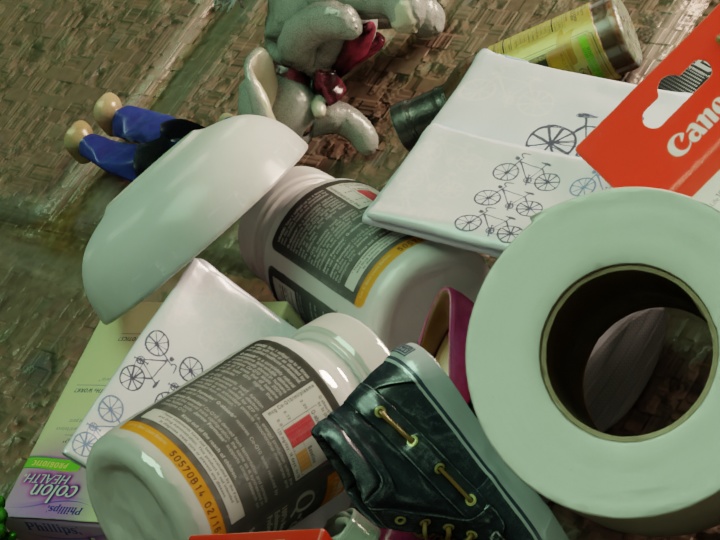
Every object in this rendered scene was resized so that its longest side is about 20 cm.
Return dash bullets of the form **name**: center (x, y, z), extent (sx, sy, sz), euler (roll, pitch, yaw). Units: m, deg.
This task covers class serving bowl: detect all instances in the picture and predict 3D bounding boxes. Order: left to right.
- **serving bowl**: center (-0.133, -0.050, 1.728), extent (0.200, 0.066, 0.200), euler (-40, 6, 5)

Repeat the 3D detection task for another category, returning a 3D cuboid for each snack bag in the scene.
- **snack bag**: center (-0.079, 0.113, 1.629), extent (0.189, 0.200, 0.021), euler (-56, 5, -33)
- **snack bag**: center (0.126, -0.081, 1.664), extent (0.188, 0.021, 0.200), euler (14, 49, 27)

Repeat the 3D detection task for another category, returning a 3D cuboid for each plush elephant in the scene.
- **plush elephant**: center (-0.037, -0.158, 1.908), extent (0.199, 0.156, 0.165), euler (7, 4, 1)

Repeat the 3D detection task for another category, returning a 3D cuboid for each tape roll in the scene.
- **tape roll**: center (0.176, 0.060, 1.467), extent (0.202, 0.139, 0.204), euler (-3, 78, 16)

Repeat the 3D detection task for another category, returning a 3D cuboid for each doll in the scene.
- **doll**: center (-0.160, -0.094, 2.000), extent (0.199, 0.049, 0.137), euler (17, 53, 38)

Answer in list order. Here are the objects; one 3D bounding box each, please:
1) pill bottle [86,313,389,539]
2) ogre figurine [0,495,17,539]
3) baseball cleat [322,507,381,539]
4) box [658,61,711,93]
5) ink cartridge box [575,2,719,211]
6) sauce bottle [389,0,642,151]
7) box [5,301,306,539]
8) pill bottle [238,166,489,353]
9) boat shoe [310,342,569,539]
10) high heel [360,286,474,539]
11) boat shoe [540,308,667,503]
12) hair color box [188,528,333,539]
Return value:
- **pill bottle**: center (-0.070, 0.114, 1.541), extent (0.200, 0.117, 0.116), euler (-31, 33, -33)
- **ogre figurine**: center (-0.281, 0.245, 1.688), extent (0.098, 0.201, 0.120), euler (-18, 18, -13)
- **baseball cleat**: center (0.030, 0.209, 1.517), extent (0.199, 0.107, 0.070), euler (1, 37, 33)
- **box**: center (0.249, -0.068, 1.680), extent (0.160, 0.044, 0.200), euler (-43, 40, -7)
- **ink cartridge box**: center (0.269, -0.068, 1.571), extent (0.163, 0.200, 0.057), euler (-44, -3, -9)
- **sauce bottle**: center (0.119, -0.148, 1.840), extent (0.199, 0.065, 0.065), euler (-24, 41, 17)
- **box**: center (-0.135, 0.128, 1.725), extent (0.175, 0.097, 0.201), euler (-1, 50, 35)
- **pill bottle**: center (0.000, 0.000, 1.736), extent (0.116, 0.117, 0.200), euler (-44, 40, -10)
- **boat shoe**: center (0.055, 0.150, 1.499), extent (0.091, 0.201, 0.071), euler (-39, 6, -13)
- **high heel**: center (0.036, 0.111, 1.617), extent (0.067, 0.096, 0.200), euler (15, 61, 44)
- **boat shoe**: center (0.125, 0.089, 1.593), extent (0.200, 0.072, 0.071), euler (-49, 45, -12)
- **hair color box**: center (-0.026, 0.240, 1.453), extent (0.101, 0.200, 0.061), euler (-7, 48, 31)
